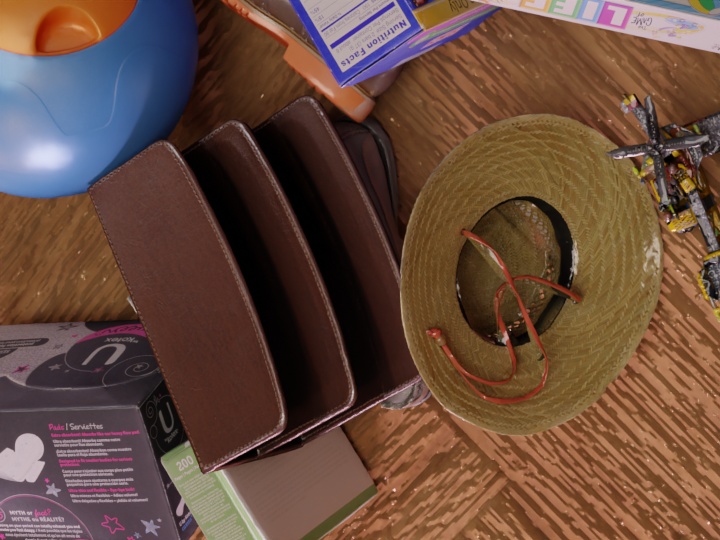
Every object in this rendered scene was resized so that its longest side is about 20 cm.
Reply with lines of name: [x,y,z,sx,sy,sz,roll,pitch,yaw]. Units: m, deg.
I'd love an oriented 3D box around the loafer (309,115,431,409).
loafer: [0.000,0.000,1.565,0.071,0.063,0.202,-9,99,24]

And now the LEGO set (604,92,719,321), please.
LEGO set: [0.256,-0.052,1.413,0.199,0.116,0.155,-13,97,25]

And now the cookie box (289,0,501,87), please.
cookie box: [0.002,-0.230,1.451,0.075,0.171,0.201,-31,90,33]

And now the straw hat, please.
straw hat: [0.089,-0.001,1.510,0.085,0.200,0.203,9,112,65]

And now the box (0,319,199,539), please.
box: [-0.195,0.109,1.625,0.199,0.132,0.115,-2,117,25]

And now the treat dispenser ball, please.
treat dispenser ball: [-0.205,-0.148,1.541,0.199,0.201,0.203,5,105,22]

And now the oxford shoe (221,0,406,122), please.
oxford shoe: [-0.050,-0.188,1.550,0.200,0.071,0.073,43,95,4]

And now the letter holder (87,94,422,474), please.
letter holder: [-0.061,0.004,1.499,0.142,0.100,0.201,-30,78,34]

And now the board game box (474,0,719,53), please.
board game box: [0.134,-0.210,1.384,0.198,0.034,0.135,12,63,-3]

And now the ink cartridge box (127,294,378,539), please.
ink cartridge box: [-0.081,0.095,1.576,0.048,0.145,0.201,-32,89,32]
